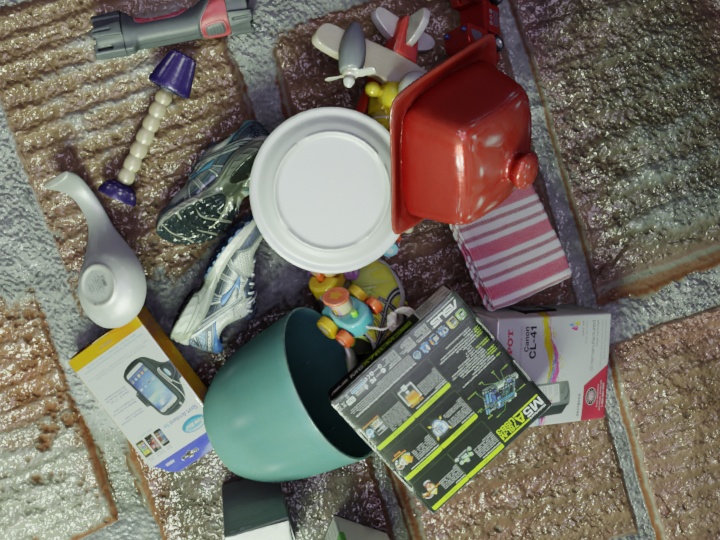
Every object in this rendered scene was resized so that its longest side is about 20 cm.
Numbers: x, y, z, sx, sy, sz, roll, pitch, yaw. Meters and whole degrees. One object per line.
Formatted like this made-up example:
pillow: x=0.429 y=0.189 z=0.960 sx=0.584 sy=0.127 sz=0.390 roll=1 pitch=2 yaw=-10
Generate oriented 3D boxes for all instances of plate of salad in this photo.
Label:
plate of salad: x=-0.036 y=-0.097 z=1.234 sx=0.198 sy=0.048 sz=0.202 roll=-1 pitch=98 yaw=-4

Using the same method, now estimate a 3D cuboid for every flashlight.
flashlight: x=-0.235 y=-0.314 z=1.266 sx=0.198 sy=0.068 sz=0.069 roll=-11 pitch=101 yaw=-2

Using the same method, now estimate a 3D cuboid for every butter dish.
butter dish: x=0.139 y=-0.138 z=1.171 sx=0.200 sy=0.147 sz=0.201 roll=-38 pitch=142 yaw=-34

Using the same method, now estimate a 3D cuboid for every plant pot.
plant pot: x=-0.098 y=0.171 z=1.262 sx=0.160 sy=0.201 sz=0.202 roll=-29 pitch=99 yaw=21

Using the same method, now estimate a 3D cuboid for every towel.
towel: x=0.180 y=-0.058 z=1.310 sx=0.145 sy=0.030 sz=0.201 roll=-19 pitch=81 yaw=-29

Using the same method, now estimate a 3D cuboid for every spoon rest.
spoon rest: x=-0.327 y=-0.026 z=1.262 sx=0.099 sy=0.061 sz=0.202 roll=-25 pitch=84 yaw=20

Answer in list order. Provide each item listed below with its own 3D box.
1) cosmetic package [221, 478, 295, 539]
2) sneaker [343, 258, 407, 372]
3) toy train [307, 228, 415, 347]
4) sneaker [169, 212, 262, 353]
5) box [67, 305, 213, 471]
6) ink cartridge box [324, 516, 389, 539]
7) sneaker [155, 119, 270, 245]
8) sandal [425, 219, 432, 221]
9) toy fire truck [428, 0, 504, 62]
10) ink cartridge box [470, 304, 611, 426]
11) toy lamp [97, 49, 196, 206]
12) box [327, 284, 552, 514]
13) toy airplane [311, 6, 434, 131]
cosmetic package: x=-0.123 y=0.335 z=1.268 sx=0.089 sy=0.200 sz=0.108 roll=-15 pitch=99 yaw=-4
sneaker: x=0.015 y=0.066 z=1.288 sx=0.075 sy=0.076 sz=0.202 roll=-19 pitch=62 yaw=25
toy train: x=0.000 y=0.000 z=1.270 sx=0.149 sy=0.201 sz=0.056 roll=-20 pitch=134 yaw=11
sneaker: x=-0.163 y=0.018 z=1.303 sx=0.085 sy=0.077 sz=0.201 roll=30 pitch=100 yaw=-13
box: x=-0.266 y=0.159 z=1.296 sx=0.119 sy=0.042 sz=0.201 roll=-33 pitch=101 yaw=16
ink cartridge box: x=-0.025 y=0.446 z=1.317 sx=0.083 sy=0.145 sz=0.202 roll=20 pitch=92 yaw=-9
sneaker: x=-0.183 y=-0.112 z=1.291 sx=0.199 sy=0.087 sz=0.078 roll=-37 pitch=141 yaw=14
sandal: x=0.138 y=-0.096 z=1.343 sx=0.198 sy=0.043 sz=0.077 roll=9 pitch=94 yaw=-8
toy fire truck: x=0.116 y=-0.363 z=1.273 sx=0.140 sy=0.049 sz=0.202 roll=12 pitch=73 yaw=-39
ink cartridge box: x=0.226 y=0.123 z=1.320 sx=0.198 sy=0.085 sz=0.149 roll=-1 pitch=97 yaw=-33
toy lamp: x=-0.264 y=-0.181 z=1.275 sx=0.058 sy=0.058 sz=0.201 roll=24 pitch=93 yaw=-9
box: x=0.095 y=0.153 z=1.205 sx=0.200 sy=0.048 sz=0.193 roll=-43 pitch=105 yaw=0
toy airplane: x=0.051 y=-0.237 z=1.268 sx=0.199 sy=0.141 sz=0.201 roll=-27 pitch=109 yaw=-22
